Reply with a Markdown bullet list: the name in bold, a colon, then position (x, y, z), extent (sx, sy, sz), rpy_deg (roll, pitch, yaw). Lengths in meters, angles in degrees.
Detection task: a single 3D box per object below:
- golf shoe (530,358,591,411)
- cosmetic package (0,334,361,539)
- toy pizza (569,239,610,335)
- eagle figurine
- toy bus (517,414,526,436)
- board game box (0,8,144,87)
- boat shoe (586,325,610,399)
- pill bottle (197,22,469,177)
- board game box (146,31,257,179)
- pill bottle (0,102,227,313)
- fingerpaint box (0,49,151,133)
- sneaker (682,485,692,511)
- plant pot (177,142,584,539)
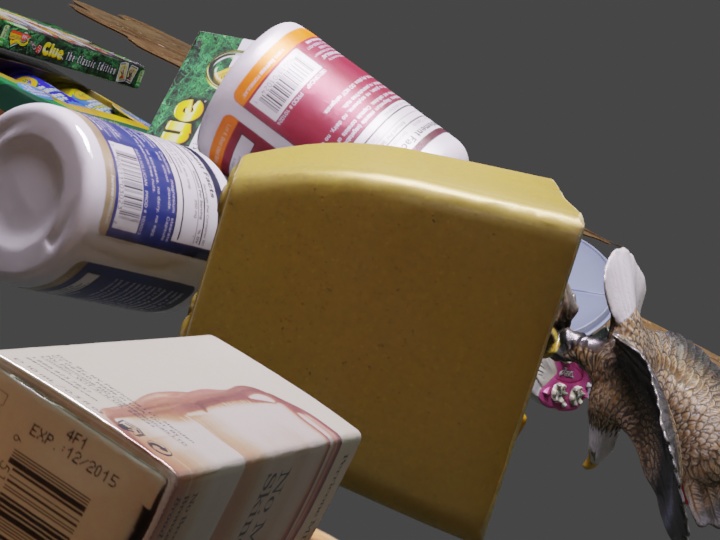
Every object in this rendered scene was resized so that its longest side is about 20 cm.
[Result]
- **golf shoe**: position (0.105, 0.064, 1.723), extent (0.199, 0.076, 0.091), rpy_deg (26, -6, -42)
- **cosmetic package**: position (-0.085, 0.089, 0.801), extent (0.087, 0.104, 0.200), rpy_deg (31, 10, 15)
- **toy pizza**: position (0.139, 0.021, 1.921), extent (0.198, 0.032, 0.201), rpy_deg (-1, 34, 0)
- **eagle figurine**: position (0.208, 0.101, 1.545), extent (0.200, 0.152, 0.151), rpy_deg (36, -25, 26)
- **toy bus**: position (0.032, 0.059, 1.443), extent (0.199, 0.079, 0.065), rpy_deg (21, 10, -34)
- **board game box**: position (-0.266, -0.189, 1.685), extent (0.104, 0.024, 0.200), rpy_deg (23, 5, 24)
- **boat shoe**: position (0.222, 0.082, 1.941), extent (0.199, 0.068, 0.074), rpy_deg (30, 9, 20)
- **pill bottle**: position (-0.002, -0.067, 1.402), extent (0.200, 0.113, 0.113), rpy_deg (37, 10, 10)
- **board game box**: position (-0.105, -0.084, 1.489), extent (0.104, 0.201, 0.024), rpy_deg (9, -34, 21)
- **pill bottle**: position (-0.148, -0.033, 1.323), extent (0.111, 0.112, 0.200), rpy_deg (32, 9, 33)
- **fingerpaint box**: position (-0.254, -0.115, 1.633), extent (0.166, 0.074, 0.200), rpy_deg (30, 8, 26)
- **sneaker**: position (0.293, 0.181, 1.615), extent (0.093, 0.071, 0.200), rpy_deg (1, 23, -29)
- **plant pot**: position (0.001, 0.020, 1.243), extent (0.198, 0.196, 0.196), rpy_deg (17, 9, -4)
